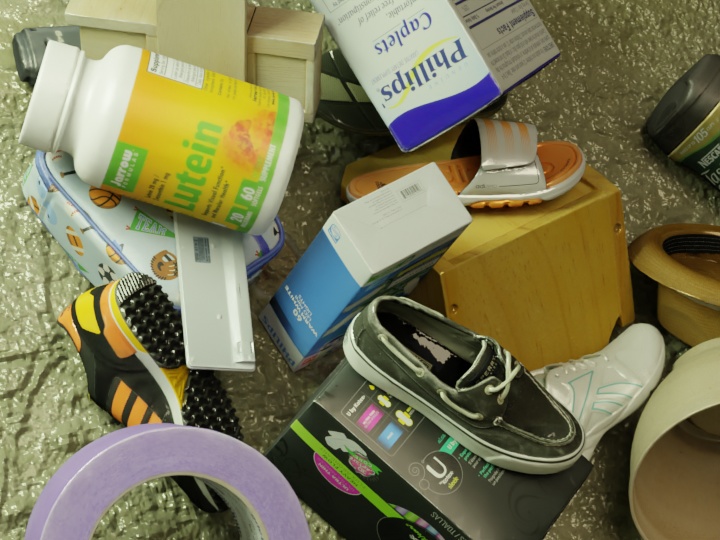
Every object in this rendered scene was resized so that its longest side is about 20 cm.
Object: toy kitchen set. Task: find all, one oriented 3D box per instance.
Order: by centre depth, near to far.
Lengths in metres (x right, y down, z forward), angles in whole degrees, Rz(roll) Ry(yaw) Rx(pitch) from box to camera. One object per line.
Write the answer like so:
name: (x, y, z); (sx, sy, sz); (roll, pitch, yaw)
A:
toy kitchen set: (-0.119, -0.245, 1.446); (0.199, 0.164, 0.181); (8, 44, 5)

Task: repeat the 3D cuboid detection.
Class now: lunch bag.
lunch bag: (-0.166, -0.055, 1.457); (0.160, 0.076, 0.200); (-36, 84, -33)

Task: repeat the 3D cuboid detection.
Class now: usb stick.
usb stick: (-0.194, -0.187, 1.531); (0.199, 0.033, 0.056); (-7, 66, -23)

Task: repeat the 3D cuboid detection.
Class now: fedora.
fedora: (0.328, 0.026, 1.587); (0.200, 0.082, 0.201); (9, 23, -4)

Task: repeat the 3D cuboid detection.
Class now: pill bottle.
pill bottle: (-0.153, -0.106, 1.373); (0.199, 0.111, 0.111); (17, 61, -11)

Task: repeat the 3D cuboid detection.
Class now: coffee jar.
coffee jar: (0.366, -0.107, 1.673); (0.200, 0.104, 0.085); (39, 56, 1)

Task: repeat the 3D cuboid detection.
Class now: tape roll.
tape roll: (-0.139, 0.211, 1.295); (0.199, 0.085, 0.201); (1, 87, -17)

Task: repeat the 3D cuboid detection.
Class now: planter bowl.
planter bowl: (0.319, 0.140, 1.501); (0.200, 0.201, 0.135); (20, 34, -12)

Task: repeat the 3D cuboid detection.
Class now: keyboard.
keyboard: (-0.118, -0.015, 1.412); (0.056, 0.011, 0.201); (2, 64, -20)

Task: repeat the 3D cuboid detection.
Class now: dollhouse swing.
dollhouse swing: (0.099, -0.012, 1.563); (0.200, 0.176, 0.182); (-26, 119, -30)

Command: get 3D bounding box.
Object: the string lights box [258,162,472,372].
string lights box: (0.000, 0.000, 1.420); (0.103, 0.200, 0.059); (-28, 77, -29)

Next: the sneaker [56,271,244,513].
sneaker: (-0.163, 0.100, 1.393); (0.201, 0.090, 0.070); (65, 33, -13)

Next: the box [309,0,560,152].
box: (0.052, -0.220, 1.480); (0.200, 0.105, 0.184); (58, 27, -3)

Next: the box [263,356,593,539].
box: (0.048, 0.150, 1.398); (0.200, 0.149, 0.124); (41, 58, 1)

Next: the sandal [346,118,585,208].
sandal: (0.090, -0.091, 1.494); (0.206, 0.059, 0.079); (-9, 34, -9)

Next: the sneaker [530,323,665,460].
sneaker: (0.184, 0.102, 1.508); (0.080, 0.070, 0.200); (50, 61, -9)

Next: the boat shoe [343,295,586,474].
boat shoe: (0.083, 0.084, 1.318); (0.199, 0.064, 0.071); (28, 56, -8)

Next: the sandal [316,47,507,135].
sandal: (0.038, -0.152, 1.594); (0.200, 0.057, 0.080); (-1, 77, -29)
